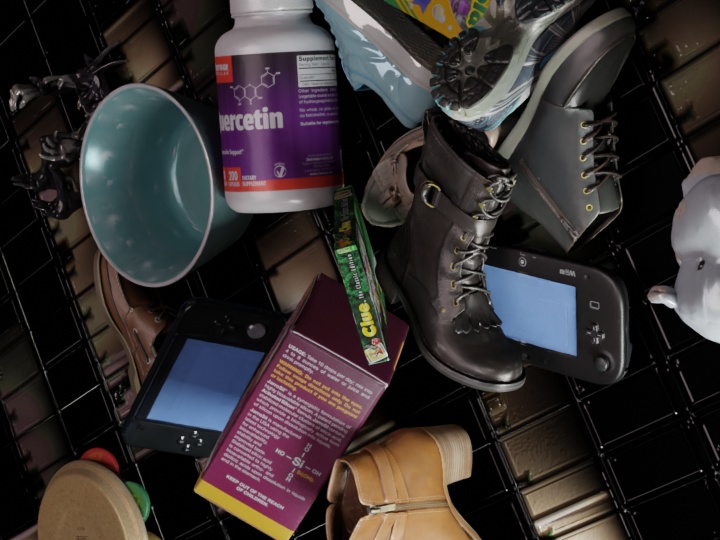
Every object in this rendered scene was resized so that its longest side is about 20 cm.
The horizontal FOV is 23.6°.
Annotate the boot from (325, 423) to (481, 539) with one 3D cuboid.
[{"bbox_3d":[0.036,0.240,1.530,0.074,0.155,0.200,-3,95,43],"label":"boot"}]

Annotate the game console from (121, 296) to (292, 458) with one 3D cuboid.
[{"bbox_3d":[-0.119,0.145,1.694,0.200,0.171,0.118,-61,31,31],"label":"game console"}]

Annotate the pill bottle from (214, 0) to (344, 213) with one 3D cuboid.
[{"bbox_3d":[-0.076,-0.156,1.599,0.112,0.112,0.200,1,98,43],"label":"pill bottle"}]

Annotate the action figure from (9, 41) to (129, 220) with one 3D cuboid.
[{"bbox_3d":[-0.313,-0.153,1.833,0.119,0.102,0.200,53,131,38],"label":"action figure"}]

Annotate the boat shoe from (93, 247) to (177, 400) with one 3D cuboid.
[{"bbox_3d":[-0.215,0.060,1.803,0.068,0.072,0.200,-18,94,40],"label":"boat shoe"}]

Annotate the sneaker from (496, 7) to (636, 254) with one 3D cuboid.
[{"bbox_3d":[0.189,-0.111,1.391,0.106,0.075,0.200,49,136,21],"label":"sneaker"}]

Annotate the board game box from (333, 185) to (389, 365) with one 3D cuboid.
[{"bbox_3d":[0.000,0.000,1.492,0.023,0.200,0.105,-18,106,4],"label":"board game box"}]

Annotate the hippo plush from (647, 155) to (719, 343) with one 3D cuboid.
[{"bbox_3d":[0.269,-0.005,1.263,0.159,0.161,0.200,12,105,41],"label":"hippo plush"}]

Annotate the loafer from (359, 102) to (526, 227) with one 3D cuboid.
[{"bbox_3d":[0.061,-0.092,1.505,0.200,0.063,0.072,-34,92,41],"label":"loafer"}]

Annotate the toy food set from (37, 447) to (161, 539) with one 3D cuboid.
[{"bbox_3d":[-0.291,0.302,1.924,0.200,0.049,0.198,-28,77,43],"label":"toy food set"}]

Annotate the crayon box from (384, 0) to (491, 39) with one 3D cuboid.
[{"bbox_3d":[0.091,-0.265,1.464,0.200,0.052,0.126,35,119,34],"label":"crayon box"}]

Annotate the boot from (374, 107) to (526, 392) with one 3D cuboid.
[{"bbox_3d":[0.089,-0.016,1.425,0.200,0.069,0.174,48,135,30],"label":"boot"}]

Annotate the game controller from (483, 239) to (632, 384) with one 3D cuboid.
[{"bbox_3d":[0.144,0.030,1.461,0.200,0.042,0.104,14,126,41],"label":"game controller"}]

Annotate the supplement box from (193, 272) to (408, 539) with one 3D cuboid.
[{"bbox_3d":[-0.053,0.125,1.581,0.103,0.131,0.200,30,116,-2],"label":"supplement box"}]

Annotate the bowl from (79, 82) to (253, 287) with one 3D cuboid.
[{"bbox_3d":[-0.176,-0.088,1.710,0.201,0.105,0.201,9,102,43],"label":"bowl"}]

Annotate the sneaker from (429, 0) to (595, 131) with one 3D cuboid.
[{"bbox_3d":[0.138,-0.198,1.400,0.200,0.086,0.078,-48,61,1],"label":"sneaker"}]

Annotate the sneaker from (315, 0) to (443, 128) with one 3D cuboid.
[{"bbox_3d":[-0.001,-0.205,1.546,0.200,0.074,0.082,50,124,27],"label":"sneaker"}]
